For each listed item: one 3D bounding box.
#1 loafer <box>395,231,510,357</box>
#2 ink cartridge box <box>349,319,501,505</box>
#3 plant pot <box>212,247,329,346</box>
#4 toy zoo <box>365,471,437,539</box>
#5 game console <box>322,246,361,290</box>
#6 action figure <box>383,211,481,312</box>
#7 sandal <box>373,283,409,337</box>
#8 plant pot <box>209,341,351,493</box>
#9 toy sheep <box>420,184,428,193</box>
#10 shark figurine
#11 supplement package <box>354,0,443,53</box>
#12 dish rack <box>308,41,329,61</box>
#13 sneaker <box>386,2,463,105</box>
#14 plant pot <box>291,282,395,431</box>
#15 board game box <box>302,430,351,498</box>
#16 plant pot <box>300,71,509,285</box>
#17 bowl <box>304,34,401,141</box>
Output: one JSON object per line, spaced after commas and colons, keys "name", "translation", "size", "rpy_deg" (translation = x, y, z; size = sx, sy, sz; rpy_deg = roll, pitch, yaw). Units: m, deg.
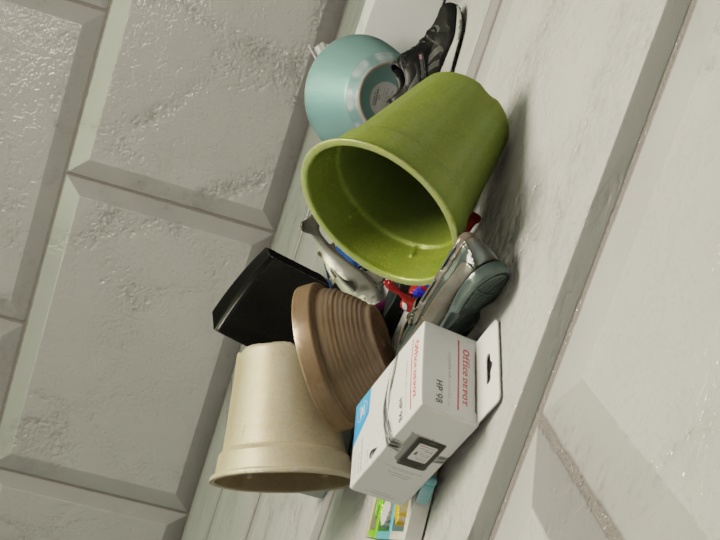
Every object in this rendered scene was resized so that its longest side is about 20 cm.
{"name": "loafer", "translation": [0.089, 0.037, 1.244], "size": [0.063, 0.072, 0.200], "rpy_deg": [59, 138, 23]}
{"name": "ink cartridge box", "translation": [0.064, 0.136, 1.202], "size": [0.200, 0.067, 0.116], "rpy_deg": [-55, 20, 39]}
{"name": "plant pot", "translation": [-0.165, 0.067, 2.332], "size": [0.177, 0.199, 0.200], "rpy_deg": [-62, 11, 5]}
{"name": "toy zoo", "translation": [0.052, 0.238, 1.313], "size": [0.200, 0.020, 0.131], "rpy_deg": [139, 146, -71]}
{"name": "game console", "translation": [0.004, 0.009, 1.946], "size": [0.200, 0.118, 0.171], "rpy_deg": [-109, 5, -74]}
{"name": "action figure", "translation": [0.066, -0.007, 1.421], "size": [0.200, 0.099, 0.065], "rpy_deg": [116, 167, -55]}
{"name": "sandal", "translation": [0.020, 0.076, 1.666], "size": [0.075, 0.048, 0.200], "rpy_deg": [-95, 24, -64]}
{"name": "plant pot", "translation": [-0.104, 0.200, 1.612], "size": [0.200, 0.200, 0.184], "rpy_deg": [130, 142, -67]}
{"name": "toy sheep", "translation": [0.063, -0.099, 1.479], "size": [0.200, 0.138, 0.138], "rpy_deg": [-167, 93, -76]}
{"name": "shark figurine", "translation": [-0.009, -0.008, 1.808], "size": [0.215, 0.089, 0.128], "rpy_deg": [54, 168, 21]}
{"name": "supplement package", "translation": [0.065, -0.435, 2.023], "size": [0.117, 0.117, 0.200], "rpy_deg": [-95, 22, -66]}
{"name": "dish rack", "translation": [-0.009, -0.304, 2.044], "size": [0.200, 0.044, 0.172], "rpy_deg": [61, -168, 21]}
{"name": "sneaker", "translation": [0.094, -0.319, 1.760], "size": [0.076, 0.088, 0.200], "rpy_deg": [139, 146, -73]}
{"name": "plant pot", "translation": [-0.012, 0.105, 1.555], "size": [0.201, 0.093, 0.201], "rpy_deg": [-17, -90, -78]}
{"name": "board game box", "translation": [-0.055, 0.226, 1.801], "size": [0.148, 0.064, 0.200], "rpy_deg": [119, 165, -53]}
{"name": "plant pot", "translation": [0.069, -0.120, 1.301], "size": [0.190, 0.200, 0.200], "rpy_deg": [-50, -4, -31]}
{"name": "bowl", "translation": [0.022, -0.280, 1.893], "size": [0.105, 0.201, 0.201], "rpy_deg": [17, 91, 59]}
